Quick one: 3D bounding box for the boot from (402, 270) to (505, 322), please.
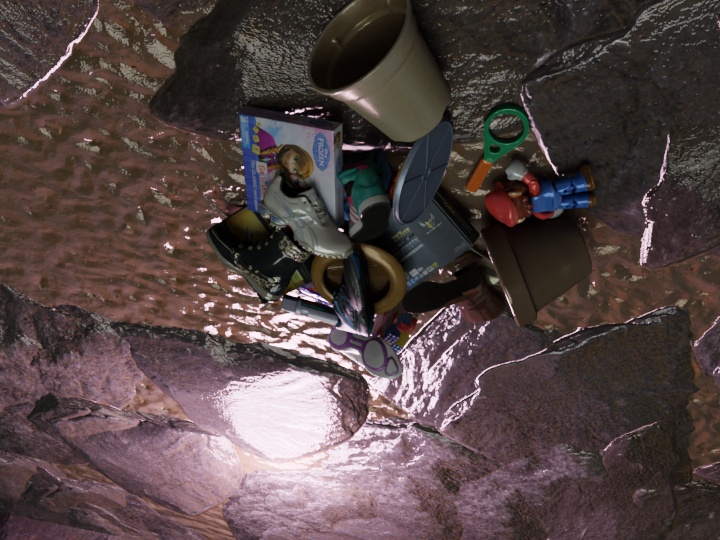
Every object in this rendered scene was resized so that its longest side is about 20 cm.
[{"bbox_3d":[0.203,0.076,1.643,0.183,0.065,0.200,-16,155,18],"label":"boot"}]

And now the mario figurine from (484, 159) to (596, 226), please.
[{"bbox_3d":[0.326,-0.150,1.424,0.196,0.106,0.126,-10,99,10],"label":"mario figurine"}]

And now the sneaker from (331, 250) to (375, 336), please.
[{"bbox_3d":[-0.022,0.049,1.498,0.080,0.074,0.203,4,128,14],"label":"sneaker"}]

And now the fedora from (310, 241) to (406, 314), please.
[{"bbox_3d":[0.000,0.000,1.556,0.197,0.082,0.203,7,129,9],"label":"fedora"}]

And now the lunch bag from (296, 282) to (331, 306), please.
[{"bbox_3d":[-0.039,0.026,1.696,0.197,0.076,0.161,25,139,-11],"label":"lunch bag"}]

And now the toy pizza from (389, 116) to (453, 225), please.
[{"bbox_3d":[0.104,-0.176,1.357,0.031,0.201,0.202,26,143,21],"label":"toy pizza"}]

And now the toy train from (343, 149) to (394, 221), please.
[{"bbox_3d":[-0.024,-0.158,1.487,0.197,0.087,0.115,-9,125,27],"label":"toy train"}]

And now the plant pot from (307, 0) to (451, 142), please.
[{"bbox_3d":[0.047,-0.311,1.235,0.198,0.203,0.183,-20,140,32],"label":"plant pot"}]

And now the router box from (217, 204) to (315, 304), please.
[{"bbox_3d":[-0.191,-0.046,1.616,0.156,0.052,0.202,-24,102,35],"label":"router box"}]

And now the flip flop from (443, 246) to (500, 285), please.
[{"bbox_3d":[0.215,-0.011,1.597,0.197,0.058,0.081,24,138,-10],"label":"flip flop"}]

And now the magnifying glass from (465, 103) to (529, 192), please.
[{"bbox_3d":[0.240,-0.218,1.397,0.078,0.023,0.201,19,136,-6],"label":"magnifying glass"}]

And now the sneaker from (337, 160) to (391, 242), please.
[{"bbox_3d":[0.002,-0.134,1.394,0.082,0.123,0.200,-11,164,-12],"label":"sneaker"}]

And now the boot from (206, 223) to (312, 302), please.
[{"bbox_3d":[-0.199,-0.053,1.543,0.203,0.074,0.154,44,122,0],"label":"boot"}]

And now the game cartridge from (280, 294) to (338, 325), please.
[{"bbox_3d":[-0.073,0.090,1.643,0.196,0.039,0.130,16,176,-6],"label":"game cartridge"}]

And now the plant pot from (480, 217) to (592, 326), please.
[{"bbox_3d":[0.344,-0.015,1.478,0.172,0.202,0.202,-21,131,9],"label":"plant pot"}]

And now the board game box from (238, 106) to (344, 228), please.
[{"bbox_3d":[-0.127,-0.190,1.439,0.196,0.041,0.203,13,125,21],"label":"board game box"}]

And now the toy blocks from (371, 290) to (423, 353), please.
[{"bbox_3d":[0.081,0.116,1.712,0.099,0.138,0.200,26,137,-15],"label":"toy blocks"}]

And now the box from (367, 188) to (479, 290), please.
[{"bbox_3d":[0.114,-0.070,1.534,0.158,0.051,0.199,48,131,-7],"label":"box"}]

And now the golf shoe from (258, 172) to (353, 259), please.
[{"bbox_3d":[-0.091,-0.099,1.405,0.198,0.078,0.098,32,124,5],"label":"golf shoe"}]

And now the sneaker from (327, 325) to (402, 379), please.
[{"bbox_3d":[0.023,0.176,1.673,0.199,0.076,0.099,29,178,37],"label":"sneaker"}]
